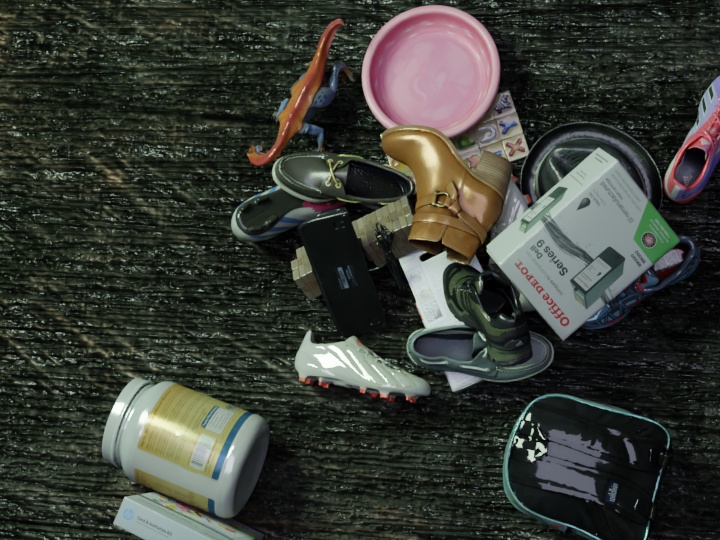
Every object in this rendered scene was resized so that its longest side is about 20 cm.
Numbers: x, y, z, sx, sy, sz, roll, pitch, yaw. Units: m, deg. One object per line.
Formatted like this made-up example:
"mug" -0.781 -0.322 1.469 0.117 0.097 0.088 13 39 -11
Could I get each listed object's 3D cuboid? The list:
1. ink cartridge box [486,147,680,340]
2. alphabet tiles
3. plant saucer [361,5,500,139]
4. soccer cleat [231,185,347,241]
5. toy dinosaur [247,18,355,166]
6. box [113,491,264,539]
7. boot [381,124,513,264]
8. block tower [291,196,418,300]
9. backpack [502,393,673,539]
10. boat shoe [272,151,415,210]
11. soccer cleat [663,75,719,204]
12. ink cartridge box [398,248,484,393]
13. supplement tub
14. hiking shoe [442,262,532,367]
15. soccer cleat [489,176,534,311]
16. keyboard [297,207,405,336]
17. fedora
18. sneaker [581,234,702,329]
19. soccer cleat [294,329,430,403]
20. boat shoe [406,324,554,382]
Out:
"ink cartridge box" 0.284 -0.032 1.442 0.200 0.084 0.146 -42 106 7
"alphabet tiles" 0.135 -0.180 1.609 0.197 0.006 0.169 -18 80 6
"plant saucer" 0.102 -0.276 1.600 0.197 0.051 0.204 -2 78 9
"soccer cleat" -0.098 -0.097 1.607 0.198 0.086 0.071 -22 84 -19
"toy dinosaur" -0.098 -0.234 1.586 0.104 0.202 0.182 22 53 26
"box" -0.223 0.345 1.491 0.154 0.200 0.042 23 84 11
"boot" 0.094 -0.101 1.506 0.197 0.077 0.157 22 71 12
"block tower" 0.000 -0.032 1.562 0.198 0.058 0.055 -25 47 12
"backpack" 0.282 0.254 1.450 0.197 0.153 0.178 17 83 1
"boat shoe" -0.022 -0.130 1.557 0.198 0.061 0.073 10 76 -14
"soccer cleat" 0.474 -0.183 1.521 0.066 0.076 0.202 29 88 12
"ink cartridge box" 0.139 0.056 1.554 0.108 0.050 0.202 -24 78 5
"supplement tub" -0.238 0.239 1.537 0.197 0.145 0.147 19 85 11
"hiking shoe" 0.166 0.031 1.442 0.075 0.102 0.200 -15 37 -18
"soccer cleat" 0.204 -0.042 1.536 0.076 0.069 0.203 -16 82 -16
"keyboard" 0.000 0.000 1.533 0.125 0.021 0.202 -12 124 12
"fedora" 0.316 -0.121 1.528 0.197 0.092 0.204 -1 82 8
"sneaker" 0.364 0.006 1.501 0.199 0.096 0.080 -33 78 3
"soccer cleat" 0.004 0.133 1.556 0.197 0.069 0.079 10 81 13
"boat shoe" 0.158 0.107 1.485 0.196 0.062 0.074 3 81 8
